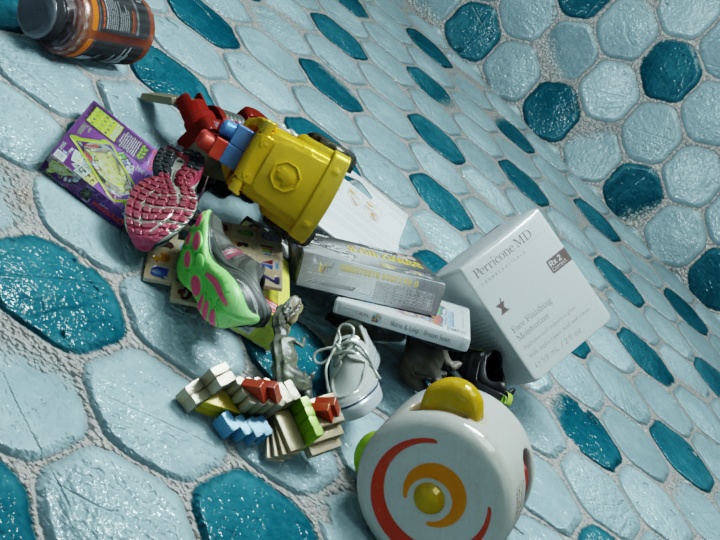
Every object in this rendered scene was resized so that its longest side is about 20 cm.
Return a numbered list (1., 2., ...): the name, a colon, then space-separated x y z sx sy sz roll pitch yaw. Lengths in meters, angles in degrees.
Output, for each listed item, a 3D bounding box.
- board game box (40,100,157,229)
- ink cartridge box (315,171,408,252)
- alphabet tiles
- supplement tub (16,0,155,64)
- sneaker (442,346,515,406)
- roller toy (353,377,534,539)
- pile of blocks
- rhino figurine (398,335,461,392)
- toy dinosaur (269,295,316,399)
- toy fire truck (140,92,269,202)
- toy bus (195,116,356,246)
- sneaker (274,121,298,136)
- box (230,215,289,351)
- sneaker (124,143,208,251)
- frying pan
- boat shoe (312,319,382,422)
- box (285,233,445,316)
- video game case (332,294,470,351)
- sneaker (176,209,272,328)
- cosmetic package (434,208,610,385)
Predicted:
1. board game box: -0.318 -0.136 1.475 0.120 0.032 0.200 35 23 -12
2. ink cartridge box: -0.029 -0.084 1.753 0.199 0.044 0.174 38 33 -12
3. alphabet tiles: -0.175 -0.009 1.427 0.166 0.008 0.201 11 31 -11
4. supplement tub: -0.383 -0.348 1.645 0.107 0.107 0.200 49 22 16
5. sneaker: 0.178 0.145 1.732 0.071 0.083 0.200 28 21 -33
6. roller toy: 0.095 0.228 1.300 0.183 0.200 0.140 51 23 4
7. pile of blocks: -0.093 0.150 1.252 0.199 0.062 0.083 16 51 -30
8. rhino figurine: 0.097 0.120 1.681 0.087 0.060 0.200 42 20 -9
9. toy dinosaur: -0.076 0.131 1.371 0.088 0.047 0.201 44 33 -46
10. toy fire truck: -0.211 -0.202 1.690 0.175 0.128 0.201 7 51 -57
11. toy bus: -0.121 -0.137 1.525 0.191 0.136 0.200 28 5 -13
12. sneaker: -0.109 -0.147 1.793 0.200 0.081 0.083 47 28 9
13. box: -0.131 0.013 1.492 0.075 0.050 0.201 33 24 -21
14. sneaker: -0.232 -0.077 1.430 0.080 0.075 0.200 16 31 0
15. frying pan: 0.043 0.082 1.597 0.188 0.031 0.115 17 14 12
16. boat shoe: -0.014 0.109 1.448 0.202 0.074 0.087 -74 144 -69
17. box: 0.000 0.000 1.598 0.198 0.049 0.158 13 10 -12
18. video game case: 0.060 0.054 1.602 0.180 0.024 0.200 17 11 2
19. sneaker: -0.155 0.005 1.351 0.083 0.077 0.201 19 28 -34
20. cosmetic package: 0.231 0.045 1.776 0.201 0.164 0.165 55 -19 -4
